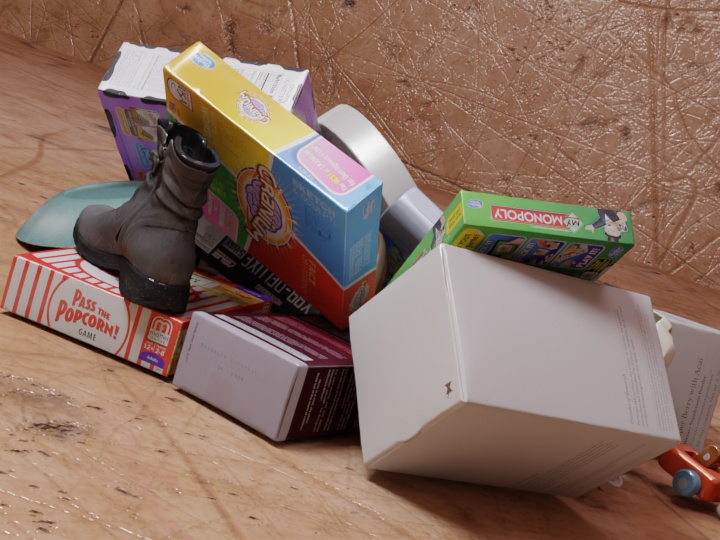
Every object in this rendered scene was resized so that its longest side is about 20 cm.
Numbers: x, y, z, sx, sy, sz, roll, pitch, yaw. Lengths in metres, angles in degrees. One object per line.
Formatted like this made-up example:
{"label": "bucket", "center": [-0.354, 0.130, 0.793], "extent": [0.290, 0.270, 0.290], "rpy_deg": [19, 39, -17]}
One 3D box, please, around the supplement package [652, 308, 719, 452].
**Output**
{"label": "supplement package", "center": [0.232, 0.088, 1.344], "extent": [0.198, 0.123, 0.120], "rpy_deg": [13, 5, -26]}

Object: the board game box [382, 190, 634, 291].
{"label": "board game box", "center": [0.099, 0.007, 1.057], "extent": [0.133, 0.029, 0.200], "rpy_deg": [5, -27, -18]}

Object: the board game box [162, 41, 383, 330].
{"label": "board game box", "center": [-0.070, -0.065, 1.103], "extent": [0.199, 0.154, 0.040], "rpy_deg": [38, 61, 23]}

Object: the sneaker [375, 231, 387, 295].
{"label": "sneaker", "center": [0.000, 0.000, 1.241], "extent": [0.076, 0.070, 0.201], "rpy_deg": [61, 9, -25]}

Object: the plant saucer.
{"label": "plant saucer", "center": [-0.234, -0.060, 1.361], "extent": [0.198, 0.039, 0.201], "rpy_deg": [-3, 13, 1]}

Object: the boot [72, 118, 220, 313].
{"label": "boot", "center": [-0.162, -0.057, 1.106], "extent": [0.069, 0.133, 0.200], "rpy_deg": [10, 12, -33]}

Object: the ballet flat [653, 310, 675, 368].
{"label": "ballet flat", "center": [0.229, 0.063, 1.168], "extent": [0.069, 0.070, 0.200], "rpy_deg": [19, 10, 7]}

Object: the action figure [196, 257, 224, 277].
{"label": "action figure", "center": [-0.130, -0.010, 1.411], "extent": [0.129, 0.070, 0.199], "rpy_deg": [33, 19, 31]}

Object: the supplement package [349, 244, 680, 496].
{"label": "supplement package", "center": [0.109, 0.077, 1.009], "extent": [0.198, 0.121, 0.121], "rpy_deg": [13, -33, -32]}

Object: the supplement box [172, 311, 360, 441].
{"label": "supplement box", "center": [-0.037, 0.078, 1.082], "extent": [0.108, 0.062, 0.199], "rpy_deg": [24, 11, 32]}

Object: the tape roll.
{"label": "tape roll", "center": [0.014, -0.073, 1.431], "extent": [0.204, 0.037, 0.203], "rpy_deg": [53, -14, 19]}

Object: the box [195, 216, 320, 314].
{"label": "box", "center": [-0.092, -0.032, 1.306], "extent": [0.199, 0.050, 0.158], "rpy_deg": [38, 18, -26]}

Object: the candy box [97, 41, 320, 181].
{"label": "candy box", "center": [-0.140, -0.130, 1.399], "extent": [0.197, 0.072, 0.169], "rpy_deg": [10, -35, 14]}

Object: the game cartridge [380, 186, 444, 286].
{"label": "game cartridge", "center": [0.065, 0.011, 1.316], "extent": [0.134, 0.040, 0.201], "rpy_deg": [48, -21, 21]}

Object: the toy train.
{"label": "toy train", "center": [0.235, 0.138, 1.181], "extent": [0.199, 0.056, 0.150], "rpy_deg": [16, 18, -44]}

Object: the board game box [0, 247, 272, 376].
{"label": "board game box", "center": [-0.176, 0.027, 1.151], "extent": [0.150, 0.047, 0.200], "rpy_deg": [21, 10, 13]}
